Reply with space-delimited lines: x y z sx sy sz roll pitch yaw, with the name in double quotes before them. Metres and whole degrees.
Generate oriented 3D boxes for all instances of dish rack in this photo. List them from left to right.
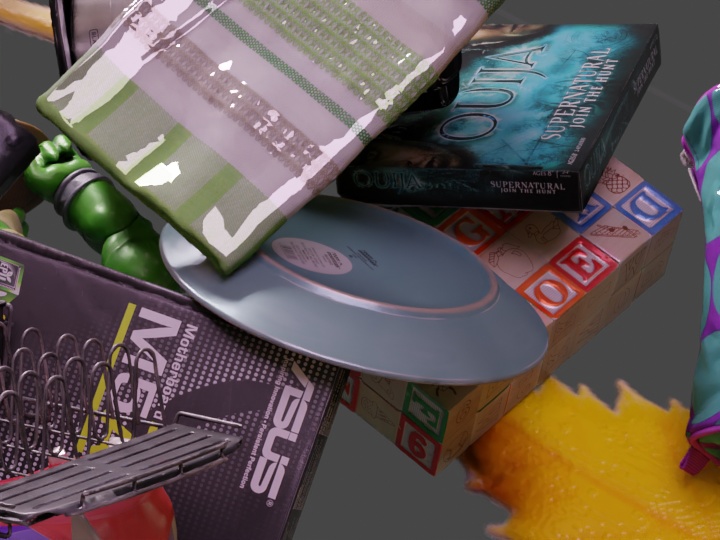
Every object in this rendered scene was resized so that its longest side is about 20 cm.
"dish rack" -0.157 0.062 1.130 0.199 0.055 0.153 8 18 39

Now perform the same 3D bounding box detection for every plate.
"plate" 0.000 0.000 1.289 0.199 0.026 0.200 15 21 -6

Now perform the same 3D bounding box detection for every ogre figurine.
"ogre figurine" -0.168 0.026 1.336 0.119 0.099 0.200 21 39 24

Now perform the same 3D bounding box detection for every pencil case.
"pencil case" 0.213 0.005 1.383 0.092 0.085 0.201 -8 66 26

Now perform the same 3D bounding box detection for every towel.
"towel" -0.044 -0.110 1.272 0.149 0.031 0.200 38 76 26

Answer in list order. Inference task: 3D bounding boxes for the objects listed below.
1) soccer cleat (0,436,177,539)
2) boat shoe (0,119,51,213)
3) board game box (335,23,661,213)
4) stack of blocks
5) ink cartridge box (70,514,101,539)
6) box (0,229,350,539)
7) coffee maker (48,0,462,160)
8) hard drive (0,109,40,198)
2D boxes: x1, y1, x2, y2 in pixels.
"soccer cleat" -0.179 0.128 1.198 0.199 0.077 0.067 -10 23 12
"boat shoe" -0.264 -0.053 1.401 0.199 0.074 0.065 -7 19 -20
"board game box" 0.079 -0.087 1.442 0.134 0.028 0.200 2 27 18
"stack of blocks" 0.065 0.004 1.411 0.115 0.059 0.200 38 55 22
"ink cartridge box" -0.125 0.207 1.123 0.068 0.201 0.115 -24 57 -25
"box" -0.125 0.103 1.247 0.192 0.048 0.201 20 85 10
"coffee maker" -0.051 -0.140 1.405 0.198 0.135 0.193 -8 30 7
"hard drive" -0.273 -0.030 1.290 0.139 0.033 0.200 39 80 6
